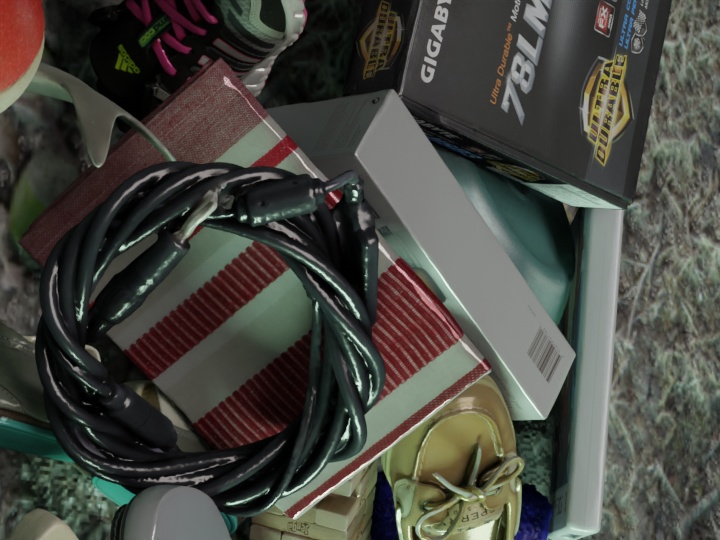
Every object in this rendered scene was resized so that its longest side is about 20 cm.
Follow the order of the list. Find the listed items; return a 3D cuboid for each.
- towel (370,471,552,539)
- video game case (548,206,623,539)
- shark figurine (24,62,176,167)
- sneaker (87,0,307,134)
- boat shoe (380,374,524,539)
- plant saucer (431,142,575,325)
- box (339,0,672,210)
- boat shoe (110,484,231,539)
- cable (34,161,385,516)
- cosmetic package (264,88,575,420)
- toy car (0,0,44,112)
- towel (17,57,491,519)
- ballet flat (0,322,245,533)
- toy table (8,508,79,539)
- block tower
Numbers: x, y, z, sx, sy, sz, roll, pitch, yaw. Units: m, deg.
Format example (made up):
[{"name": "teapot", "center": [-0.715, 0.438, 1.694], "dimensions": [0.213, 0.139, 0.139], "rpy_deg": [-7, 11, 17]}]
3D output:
[{"name": "towel", "center": [0.055, 0.218, 1.335], "dimensions": [0.147, 0.049, 0.201], "rpy_deg": [10, 81, -48]}, {"name": "video game case", "center": [0.132, 0.058, 1.367], "dimensions": [0.182, 0.023, 0.201], "rpy_deg": [84, 11, -82]}, {"name": "shark figurine", "center": [-0.201, -0.058, 1.027], "dimensions": [0.090, 0.214, 0.129], "rpy_deg": [76, -9, -72]}, {"name": "sneaker", "center": [-0.086, -0.117, 1.111], "dimensions": [0.087, 0.200, 0.074], "rpy_deg": [-28, 80, -19]}, {"name": "boat shoe", "center": [0.054, 0.134, 1.211], "dimensions": [0.073, 0.063, 0.201], "rpy_deg": [-14, 134, -7]}, {"name": "plant saucer", "center": [0.072, -0.052, 1.305], "dimensions": [0.200, 0.036, 0.200], "rpy_deg": [51, 23, -31]}, {"name": "box", "center": [0.090, -0.154, 1.227], "dimensions": [0.198, 0.050, 0.201], "rpy_deg": [22, 77, -46]}, {"name": "boat shoe", "center": [-0.089, 0.161, 1.119], "dimensions": [0.200, 0.056, 0.069], "rpy_deg": [64, 32, -58]}, {"name": "cable", "center": [-0.068, 0.042, 1.058], "dimensions": [0.163, 0.051, 0.201], "rpy_deg": [-11, 128, -20]}, {"name": "cosmetic package", "center": [0.000, 0.000, 1.208], "dimensions": [0.200, 0.150, 0.052], "rpy_deg": [53, 51, -32]}, {"name": "toy car", "center": [-0.210, -0.161, 0.916], "dimensions": [0.200, 0.176, 0.185], "rpy_deg": [101, 13, -48]}, {"name": "towel", "center": [-0.051, 0.012, 1.116], "dimensions": [0.200, 0.144, 0.023], "rpy_deg": [47, 25, -9]}, {"name": "ballet flat", "center": [-0.123, 0.074, 1.134], "dimensions": [0.200, 0.067, 0.064], "rpy_deg": [30, 55, -44]}, {"name": "toy table", "center": [-0.136, 0.205, 1.042], "dimensions": [0.117, 0.183, 0.200], "rpy_deg": [-48, 144, -19]}, {"name": "block tower", "center": [-0.022, 0.099, 1.187], "dimensions": [0.054, 0.058, 0.201], "rpy_deg": [-51, 152, -61]}]
